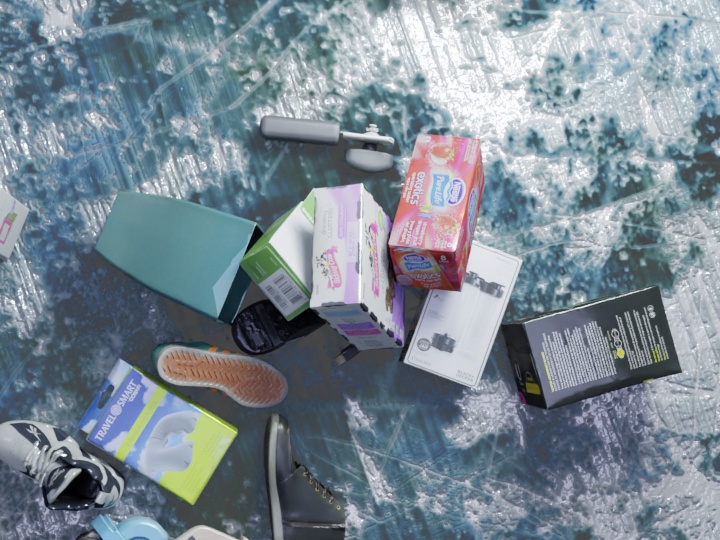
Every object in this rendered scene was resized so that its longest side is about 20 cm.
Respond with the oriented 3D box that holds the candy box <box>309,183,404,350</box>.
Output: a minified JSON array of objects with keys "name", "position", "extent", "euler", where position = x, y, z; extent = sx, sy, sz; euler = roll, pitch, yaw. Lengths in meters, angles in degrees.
[{"name":"candy box","position":[0.000,0.000,1.478],"extent":[0.071,0.200,0.168],"euler":[-5,69,18]}]

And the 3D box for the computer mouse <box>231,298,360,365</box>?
[{"name":"computer mouse","position":[-0.078,0.085,1.569],"extent":[0.200,0.046,0.141],"euler":[-31,85,-17]}]

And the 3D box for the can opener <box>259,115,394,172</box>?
[{"name":"can opener","position":[-0.047,-0.187,1.581],"extent":[0.199,0.053,0.067],"euler":[10,87,-4]}]

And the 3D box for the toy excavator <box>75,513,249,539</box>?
[{"name":"toy excavator","position":[-0.273,0.390,1.515],"extent":[0.200,0.100,0.195],"euler":[-40,92,-14]}]

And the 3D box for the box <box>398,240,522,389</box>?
[{"name":"box","position":[0.144,0.058,1.580],"extent":[0.116,0.060,0.201],"euler":[20,86,-3]}]

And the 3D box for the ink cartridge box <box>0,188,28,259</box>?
[{"name":"ink cartridge box","position":[-0.543,-0.085,1.462],"extent":[0.144,0.200,0.085],"euler":[21,81,-4]}]

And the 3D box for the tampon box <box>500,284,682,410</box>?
[{"name":"tampon box","position":[0.321,0.109,1.546],"extent":[0.199,0.150,0.127],"euler":[-15,87,-5]}]

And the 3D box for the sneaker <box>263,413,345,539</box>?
[{"name":"sneaker","position":[-0.079,0.297,1.547],"extent":[0.106,0.075,0.201],"euler":[-5,96,-10]}]

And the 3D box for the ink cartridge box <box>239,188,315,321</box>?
[{"name":"ink cartridge box","position":[-0.082,-0.025,1.507],"extent":[0.059,0.200,0.104],"euler":[-34,102,27]}]

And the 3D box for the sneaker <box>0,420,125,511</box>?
[{"name":"sneaker","position":[-0.419,0.267,1.485],"extent":[0.199,0.130,0.080],"euler":[34,84,-2]}]

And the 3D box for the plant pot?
[{"name":"plant pot","position":[-0.252,-0.028,1.516],"extent":[0.199,0.141,0.142],"euler":[22,85,4]}]

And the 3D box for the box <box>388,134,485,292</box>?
[{"name":"box","position":[0.109,-0.081,1.516],"extent":[0.095,0.100,0.201],"euler":[6,56,15]}]

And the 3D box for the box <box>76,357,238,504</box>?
[{"name":"box","position":[-0.287,0.224,1.541],"extent":[0.200,0.048,0.122],"euler":[32,84,-3]}]

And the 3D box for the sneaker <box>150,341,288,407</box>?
[{"name":"sneaker","position":[-0.199,0.138,1.545],"extent":[0.199,0.080,0.072],"euler":[19,94,-25]}]
